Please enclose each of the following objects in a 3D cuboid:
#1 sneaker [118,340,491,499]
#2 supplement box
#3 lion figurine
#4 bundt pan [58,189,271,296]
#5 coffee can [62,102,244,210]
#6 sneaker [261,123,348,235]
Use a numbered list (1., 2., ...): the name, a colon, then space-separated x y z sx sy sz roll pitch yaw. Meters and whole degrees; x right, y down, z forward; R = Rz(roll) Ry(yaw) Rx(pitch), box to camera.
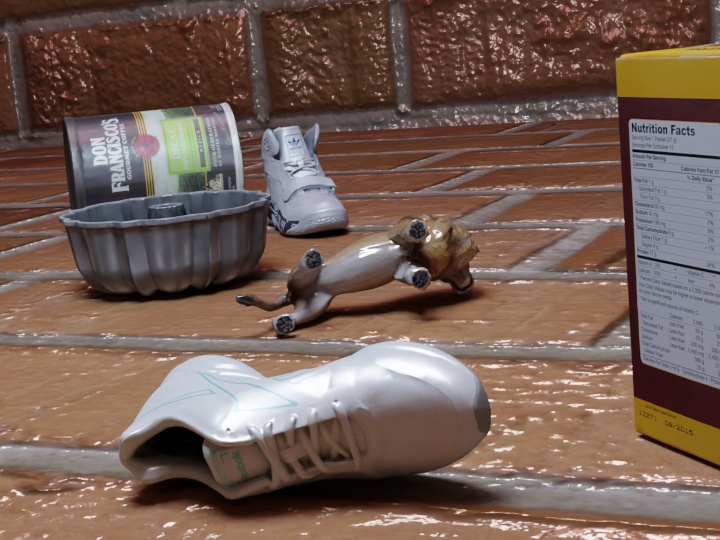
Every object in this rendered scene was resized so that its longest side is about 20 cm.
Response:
1. sneaker: -0.031 0.083 0.699 0.199 0.071 0.080 -7 17 27
2. supplement box: 0.251 -0.019 0.710 0.196 0.202 0.133 -9 11 -22
3. lion figurine: 0.000 0.000 1.119 0.198 0.073 0.122 -10 3 -2
4. bundt pan: -0.180 -0.025 1.324 0.200 0.077 0.202 -4 10 1
5. coffee can: -0.251 -0.121 1.698 0.198 0.148 0.146 -8 10 -15
6. sneaker: -0.069 -0.106 1.612 0.074 0.116 0.200 -8 11 -17
